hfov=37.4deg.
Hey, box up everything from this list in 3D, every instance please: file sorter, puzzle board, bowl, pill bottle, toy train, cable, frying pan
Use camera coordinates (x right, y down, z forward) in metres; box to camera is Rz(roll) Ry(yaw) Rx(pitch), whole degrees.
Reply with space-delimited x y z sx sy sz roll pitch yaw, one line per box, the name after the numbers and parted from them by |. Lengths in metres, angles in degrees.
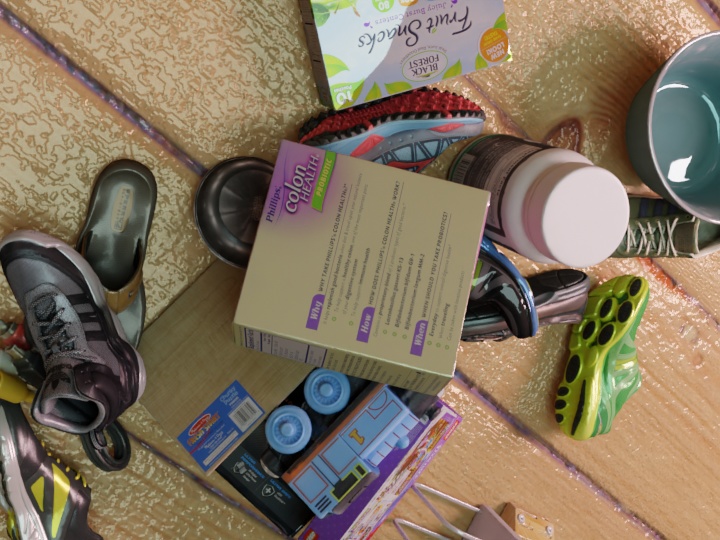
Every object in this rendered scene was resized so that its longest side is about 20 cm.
0.079 0.359 1.174 0.124 0.139 0.202 25 94 -22 | file sorter
-0.128 0.077 1.048 0.200 0.017 0.151 -45 74 -4 | puzzle board
0.368 -0.150 1.159 0.199 0.105 0.203 0 91 -19 | bowl
0.174 -0.070 1.066 0.112 0.200 0.114 -5 106 -19 | pill bottle
-0.005 0.143 1.038 0.200 0.087 0.114 -45 80 -2 | toy train
-0.292 0.116 1.029 0.050 0.098 0.201 -14 134 22 | cable
-0.076 -0.037 1.047 0.189 0.031 0.116 35 67 -10 | frying pan

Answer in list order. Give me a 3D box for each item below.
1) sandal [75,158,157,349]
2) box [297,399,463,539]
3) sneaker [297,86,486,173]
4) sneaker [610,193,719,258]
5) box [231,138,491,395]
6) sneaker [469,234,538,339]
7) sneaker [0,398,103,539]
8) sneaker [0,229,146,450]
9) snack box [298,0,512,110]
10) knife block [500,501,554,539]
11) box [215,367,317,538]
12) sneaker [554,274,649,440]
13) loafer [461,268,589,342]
-0.232 -0.003 1.012 0.081 0.055 0.202 12 100 -20 | sandal
0.025 0.217 1.125 0.039 0.137 0.201 38 88 19 | box
0.033 -0.125 1.082 0.198 0.079 0.096 -14 126 -13 | sneaker
0.342 -0.047 1.194 0.198 0.090 0.068 -8 107 -18 | sneaker
0.000 0.000 0.972 0.198 0.097 0.178 14 73 -2 | box
0.103 -0.001 1.085 0.199 0.071 0.083 43 88 -12 | sneaker
-0.311 0.206 1.037 0.084 0.074 0.202 -23 110 -35 | sneaker
-0.265 0.064 0.947 0.075 0.114 0.201 -22 114 15 | sneaker
0.043 -0.253 1.052 0.198 0.053 0.144 -18 110 -15 | snack box
0.148 0.398 1.259 0.064 0.175 0.202 28 48 -25 | knife block
-0.086 0.157 1.111 0.159 0.046 0.200 -44 113 -5 | box
0.285 0.099 1.229 0.083 0.074 0.202 11 102 -40 | sneaker
0.167 0.054 1.168 0.198 0.072 0.064 -15 114 -18 | loafer
